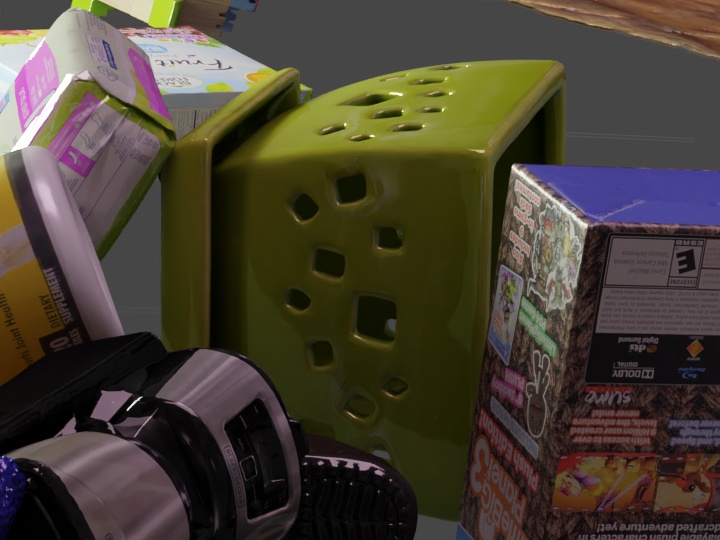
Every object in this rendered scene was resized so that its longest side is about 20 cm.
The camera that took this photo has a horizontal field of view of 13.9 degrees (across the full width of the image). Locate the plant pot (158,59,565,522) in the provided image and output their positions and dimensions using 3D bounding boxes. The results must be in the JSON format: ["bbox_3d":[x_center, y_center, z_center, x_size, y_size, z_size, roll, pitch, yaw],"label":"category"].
[{"bbox_3d":[0.000,0.000,1.529,0.180,0.200,0.200,5,17,13],"label":"plant pot"}]

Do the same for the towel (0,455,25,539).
[{"bbox_3d":[-0.213,0.138,1.050,0.147,0.050,0.201,11,58,7],"label":"towel"}]

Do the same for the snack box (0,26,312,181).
[{"bbox_3d":[-0.160,-0.113,1.999,0.199,0.068,0.168,-5,22,-34],"label":"snack box"}]

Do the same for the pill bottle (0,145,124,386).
[{"bbox_3d":[-0.219,0.026,1.386,0.199,0.113,0.112,-22,21,-2],"label":"pill bottle"}]

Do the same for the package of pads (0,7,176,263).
[{"bbox_3d":[-0.175,-0.026,1.517,0.068,0.200,0.155,32,10,-18],"label":"package of pads"}]

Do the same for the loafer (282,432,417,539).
[{"bbox_3d":[-0.069,0.103,1.389,0.199,0.074,0.071,13,6,6],"label":"loafer"}]

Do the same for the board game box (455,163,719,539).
[{"bbox_3d":[0.144,0.061,1.379,0.158,0.201,0.097,2,18,-20],"label":"board game box"}]

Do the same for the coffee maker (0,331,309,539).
[{"bbox_3d":[-0.144,0.103,1.230,0.191,0.136,0.200,14,18,18],"label":"coffee maker"}]

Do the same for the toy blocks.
[{"bbox_3d":[-0.153,-0.230,2.349,0.136,0.101,0.200,7,13,-43],"label":"toy blocks"}]
